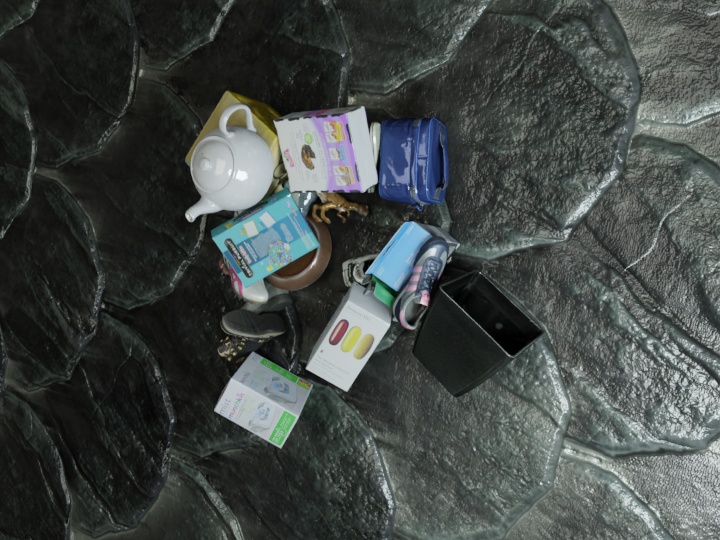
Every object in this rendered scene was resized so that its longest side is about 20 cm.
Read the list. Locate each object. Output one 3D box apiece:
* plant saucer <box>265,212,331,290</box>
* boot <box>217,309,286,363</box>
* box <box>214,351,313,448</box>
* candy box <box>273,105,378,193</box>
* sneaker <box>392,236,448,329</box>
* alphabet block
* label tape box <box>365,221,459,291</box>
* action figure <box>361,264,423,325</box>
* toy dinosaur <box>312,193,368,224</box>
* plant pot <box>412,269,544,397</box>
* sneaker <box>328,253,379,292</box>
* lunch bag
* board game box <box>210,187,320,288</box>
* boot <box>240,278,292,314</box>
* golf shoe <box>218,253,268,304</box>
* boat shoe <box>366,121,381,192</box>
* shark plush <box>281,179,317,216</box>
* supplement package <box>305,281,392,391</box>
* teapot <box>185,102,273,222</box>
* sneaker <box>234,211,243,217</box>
[{"bbox_3d":[-0.167,-0.053,1.724,0.199,0.034,0.202,-4,77,19],"label":"plant saucer"},{"bbox_3d":[-0.290,0.161,1.729,0.150,0.200,0.073,-38,69,26],"label":"boot"},{"bbox_3d":[-0.222,0.297,1.667,0.176,0.200,0.097,30,103,0],"label":"box"},{"bbox_3d":[-0.075,-0.257,1.538,0.199,0.071,0.169,4,117,35],"label":"candy box"},{"bbox_3d":[0.134,0.031,1.462,0.070,0.082,0.201,16,110,-21],"label":"sneaker"},{"bbox_3d":[-0.257,-0.275,1.702,0.196,0.195,0.200,42,106,16],"label":"alphabet block"},{"bbox_3d":[0.114,-0.026,1.526,0.066,0.200,0.144,44,108,21],"label":"label tape box"},{"bbox_3d":[0.092,0.076,1.572,0.199,0.118,0.055,33,117,-22],"label":"action figure"},{"bbox_3d":[-0.077,-0.168,1.669,0.199,0.060,0.107,32,75,-8],"label":"toy dinosaur"},{"bbox_3d":[0.227,0.144,1.492,0.199,0.200,0.178,44,119,17],"label":"plant pot"},{"bbox_3d":[0.000,0.000,1.646,0.199,0.088,0.075,-21,84,25],"label":"sneaker"},{"bbox_3d":[0.124,-0.229,1.553,0.131,0.136,0.202,1,91,25],"label":"lunch bag"},{"bbox_3d":[-0.215,-0.074,1.631,0.199,0.047,0.151,-29,121,-1],"label":"board game box"},{"bbox_3d":[-0.263,0.057,1.792,0.199,0.068,0.131,-28,70,21],"label":"boot"},{"bbox_3d":[-0.279,0.000,1.724,0.200,0.072,0.092,49,130,34],"label":"golf shoe"},{"bbox_3d":[0.012,-0.249,1.586,0.062,0.200,0.075,13,58,3],"label":"boat shoe"},{"bbox_3d":[-0.093,-0.205,1.707,0.199,0.091,0.084,-35,76,-5],"label":"shark plush"},{"bbox_3d":[-0.023,0.147,1.613,0.113,0.110,0.201,29,113,-5],"label":"supplement package"},{"bbox_3d":[-0.291,-0.227,1.536,0.196,0.146,0.201,-20,83,24],"label":"teapot"},{"bbox_3d":[-0.265,-0.106,1.743,0.200,0.075,0.082,49,126,57],"label":"sneaker"}]
